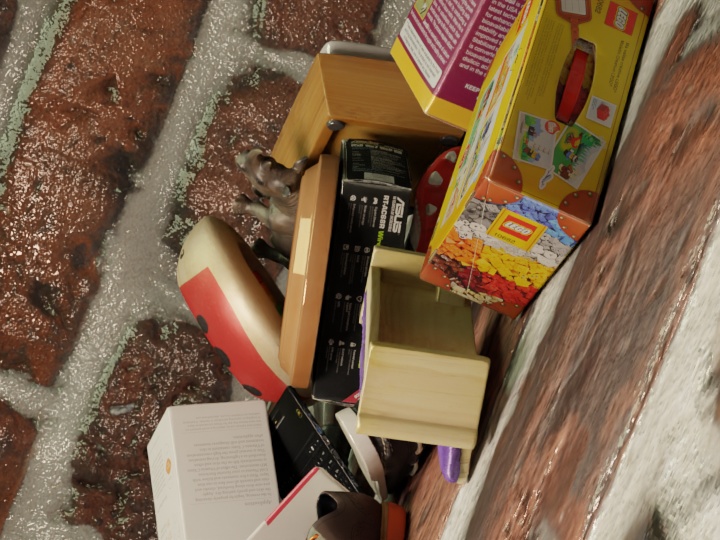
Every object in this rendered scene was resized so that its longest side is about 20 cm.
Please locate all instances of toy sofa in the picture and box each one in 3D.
[{"bbox_3d":[0.039,0.064,1.252,0.200,0.082,0.098,-88,8,-69],"label":"toy sofa"}]

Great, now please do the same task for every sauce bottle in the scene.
[{"bbox_3d":[-0.013,0.124,1.780,0.201,0.066,0.066,-75,9,-48],"label":"sauce bottle"}]

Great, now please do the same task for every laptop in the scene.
[{"bbox_3d":[-0.066,0.237,1.621,0.103,0.200,0.177,-29,-13,-26],"label":"laptop"}]

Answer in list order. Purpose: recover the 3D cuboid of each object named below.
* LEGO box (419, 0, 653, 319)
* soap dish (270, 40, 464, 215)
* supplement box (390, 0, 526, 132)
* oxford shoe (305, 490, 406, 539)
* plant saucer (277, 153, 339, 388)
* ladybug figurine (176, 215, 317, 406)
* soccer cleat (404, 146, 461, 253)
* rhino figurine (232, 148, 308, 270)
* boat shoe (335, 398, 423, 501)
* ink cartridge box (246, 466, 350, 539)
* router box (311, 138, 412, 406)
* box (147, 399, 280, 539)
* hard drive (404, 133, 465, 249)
[{"bbox_3d":[0.121,-0.092,1.225,0.149,0.077,0.201,122,170,-60],"label":"LEGO box"},{"bbox_3d":[0.012,-0.127,1.664,0.200,0.156,0.082,122,152,-61],"label":"soap dish"},{"bbox_3d":[0.121,-0.215,1.390,0.201,0.103,0.131,-62,23,22],"label":"supplement box"},{"bbox_3d":[-0.012,0.226,1.295,0.200,0.072,0.071,-83,17,-70],"label":"oxford shoe"},{"bbox_3d":[-0.046,0.000,1.522,0.200,0.032,0.202,-172,90,-88],"label":"plant saucer"},{"bbox_3d":[-0.106,0.045,1.647,0.072,0.201,0.136,-34,-6,5],"label":"ladybug figurine"},{"bbox_3d":[0.066,-0.019,1.567,0.085,0.068,0.201,129,158,-59],"label":"soccer cleat"},{"bbox_3d":[-0.068,-0.057,1.650,0.060,0.087,0.200,-60,-25,-24],"label":"rhino figurine"},{"bbox_3d":[0.022,0.132,1.406,0.060,0.074,0.200,-28,-17,-4],"label":"boat shoe"},{"bbox_3d":[-0.079,0.273,1.433,0.145,0.084,0.200,-44,-8,-43],"label":"ink cartridge box"},{"bbox_3d":[0.000,0.000,1.546,0.150,0.062,0.201,-95,12,-72],"label":"router box"},{"bbox_3d":[-0.132,0.237,1.657,0.124,0.097,0.201,125,139,-63],"label":"box"},{"bbox_3d":[0.067,-0.024,1.692,0.135,0.042,0.201,129,162,-71],"label":"hard drive"}]
